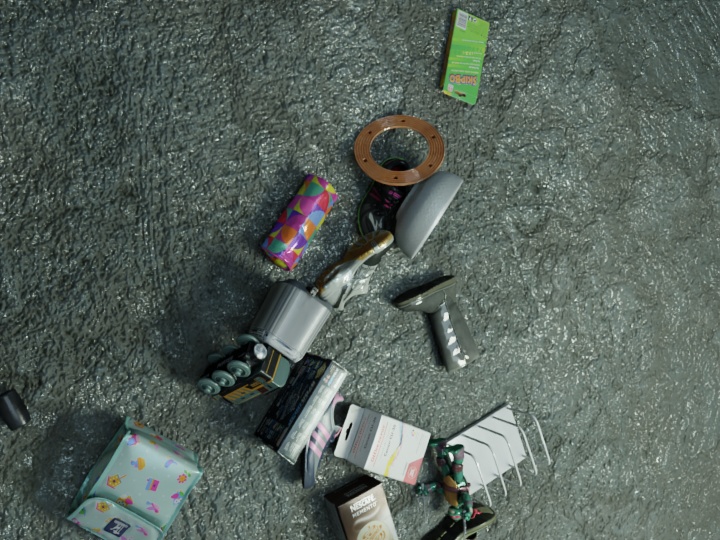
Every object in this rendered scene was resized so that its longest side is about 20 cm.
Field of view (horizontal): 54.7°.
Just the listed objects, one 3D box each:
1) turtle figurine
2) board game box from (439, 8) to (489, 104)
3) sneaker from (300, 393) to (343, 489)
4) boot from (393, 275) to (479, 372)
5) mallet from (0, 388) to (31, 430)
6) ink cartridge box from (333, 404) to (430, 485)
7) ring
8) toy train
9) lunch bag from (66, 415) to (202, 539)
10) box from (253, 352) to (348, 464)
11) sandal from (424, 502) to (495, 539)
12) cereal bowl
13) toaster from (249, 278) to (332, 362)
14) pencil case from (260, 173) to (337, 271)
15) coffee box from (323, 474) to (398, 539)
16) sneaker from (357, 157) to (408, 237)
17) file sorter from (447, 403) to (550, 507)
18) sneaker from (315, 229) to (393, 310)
[{"bbox_3d":[0.196,0.482,1.537,0.099,0.147,0.206,-9,95,-50],"label":"turtle figurine"},{"bbox_3d":[0.243,-0.497,1.629,0.093,0.030,0.206,14,81,-24],"label":"board game box"},{"bbox_3d":[-0.079,0.348,1.432,0.080,0.070,0.206,8,87,-13],"label":"sneaker"},{"bbox_3d":[0.174,0.131,1.570,0.178,0.072,0.206,-18,103,-22],"label":"boot"},{"bbox_3d":[-0.669,0.267,1.181,0.196,0.041,0.068,-21,99,-20],"label":"mallet"},{"bbox_3d":[0.048,0.369,1.476,0.197,0.067,0.119,27,78,-36],"label":"ink cartridge box"},{"bbox_3d":[0.084,-0.256,1.492,0.194,0.019,0.205,-1,55,2],"label":"ring"},{"bbox_3d":[-0.223,0.196,1.313,0.113,0.198,0.087,38,43,-23],"label":"toy train"},{"bbox_3d":[-0.408,0.398,1.256,0.169,0.121,0.203,36,83,-22],"label":"lunch bag"},{"bbox_3d":[-0.120,0.263,1.371,0.046,0.158,0.203,37,74,-20],"label":"box"},{"bbox_3d":[0.220,0.600,1.580,0.198,0.080,0.058,-31,119,-16],"label":"sandal"},{"bbox_3d":[0.133,-0.130,1.491,0.082,0.201,0.202,34,74,6],"label":"cereal bowl"},{"bbox_3d":[-0.137,0.098,1.343,0.113,0.199,0.131,35,75,-18],"label":"toaster"},{"bbox_3d":[-0.124,-0.100,1.421,0.088,0.088,0.203,38,72,-19],"label":"pencil case"},{"bbox_3d":[0.010,0.556,1.470,0.112,0.079,0.205,-20,98,-24],"label":"coffee box"},{"bbox_3d":[0.051,-0.154,1.500,0.075,0.083,0.205,21,80,-22],"label":"sneaker"},{"bbox_3d":[0.318,0.423,1.594,0.196,0.124,0.142,-24,99,-24],"label":"file sorter"},{"bbox_3d":[0.000,0.000,1.468,0.199,0.076,0.088,-39,116,6],"label":"sneaker"}]
